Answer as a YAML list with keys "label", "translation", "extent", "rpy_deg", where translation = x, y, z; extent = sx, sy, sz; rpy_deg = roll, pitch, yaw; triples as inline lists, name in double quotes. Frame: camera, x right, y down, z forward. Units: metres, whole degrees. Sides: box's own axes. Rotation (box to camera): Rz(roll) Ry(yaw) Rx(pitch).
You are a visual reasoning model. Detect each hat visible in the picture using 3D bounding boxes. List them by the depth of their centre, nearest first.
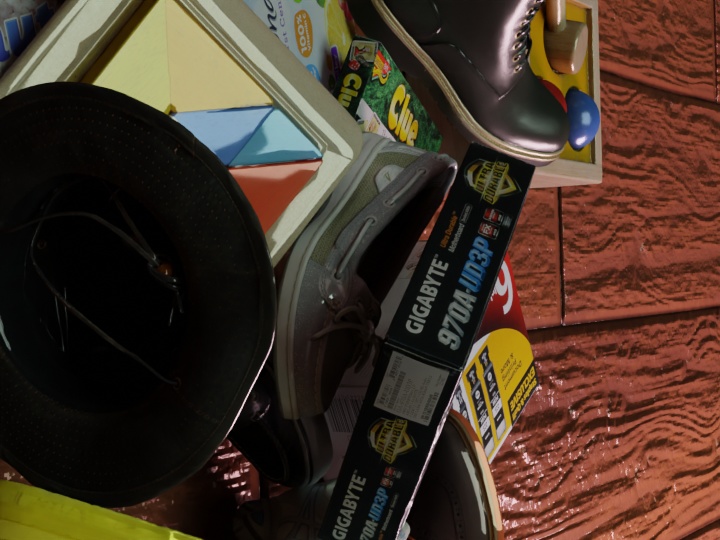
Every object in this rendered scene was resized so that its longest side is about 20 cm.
- label: "hat"
  translation: [-0.119, 0.005, 0.694]
  extent: [0.081, 0.199, 0.202]
  rpy_deg: [-44, 126, -66]

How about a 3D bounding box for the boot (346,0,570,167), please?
- label: "boot"
  translation: [0.106, -0.155, 0.961]
  extent: [0.199, 0.138, 0.078]
  rpy_deg: [33, 46, -33]

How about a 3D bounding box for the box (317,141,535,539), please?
- label: "box"
  translation: [0.041, 0.043, 0.847]
  extent: [0.200, 0.046, 0.160]
  rpy_deg: [-64, 174, -50]

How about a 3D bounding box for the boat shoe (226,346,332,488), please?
- label: "boat shoe"
  translation: [-0.088, 0.061, 0.857]
  extent: [0.071, 0.072, 0.201]
  rpy_deg: [-50, 120, -37]

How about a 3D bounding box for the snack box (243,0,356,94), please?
- label: "snack box"
  translation: [-0.061, -0.137, 0.892]
  extent: [0.200, 0.053, 0.143]
  rpy_deg: [-36, 119, -62]

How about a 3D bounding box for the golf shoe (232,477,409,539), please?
- label: "golf shoe"
  translation: [-0.014, 0.171, 0.844]
  extent: [0.079, 0.097, 0.200]
  rpy_deg: [65, -4, -23]

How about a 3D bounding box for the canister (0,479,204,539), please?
- label: "canister"
  translation: [-0.144, 0.216, 0.683]
  extent: [0.148, 0.086, 0.201]
  rpy_deg: [21, 69, -17]

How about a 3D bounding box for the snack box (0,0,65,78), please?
- label: "snack box"
  translation: [-0.179, -0.138, 0.742]
  extent: [0.200, 0.024, 0.072]
  rpy_deg: [-35, 120, -55]

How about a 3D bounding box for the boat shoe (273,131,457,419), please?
- label: "boat shoe"
  translation: [0.000, 0.000, 0.854]
  extent: [0.075, 0.064, 0.203]
  rpy_deg: [82, 24, -47]

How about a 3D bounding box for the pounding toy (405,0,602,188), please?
- label: "pounding toy"
  translation: [0.126, -0.170, 1.137]
  extent: [0.184, 0.141, 0.202]
  rpy_deg: [0, 89, -59]

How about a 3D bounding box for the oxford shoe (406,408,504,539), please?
- label: "oxford shoe"
  translation: [0.042, 0.188, 0.929]
  extent: [0.072, 0.071, 0.202]
  rpy_deg: [-4, 100, -30]

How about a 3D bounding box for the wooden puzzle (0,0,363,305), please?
- label: "wooden puzzle"
  translation: [-0.102, -0.056, 0.762]
  extent: [0.185, 0.037, 0.201]
  rpy_deg: [44, 72, -31]

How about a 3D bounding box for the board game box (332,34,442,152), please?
- label: "board game box"
  translation: [0.012, -0.075, 0.987]
  extent: [0.200, 0.023, 0.106]
  rpy_deg: [37, 68, -71]

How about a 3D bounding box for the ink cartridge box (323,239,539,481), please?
- label: "ink cartridge box"
  translation: [0.052, 0.100, 1.060]
  extent: [0.200, 0.083, 0.177]
  rpy_deg: [-49, 130, -48]
